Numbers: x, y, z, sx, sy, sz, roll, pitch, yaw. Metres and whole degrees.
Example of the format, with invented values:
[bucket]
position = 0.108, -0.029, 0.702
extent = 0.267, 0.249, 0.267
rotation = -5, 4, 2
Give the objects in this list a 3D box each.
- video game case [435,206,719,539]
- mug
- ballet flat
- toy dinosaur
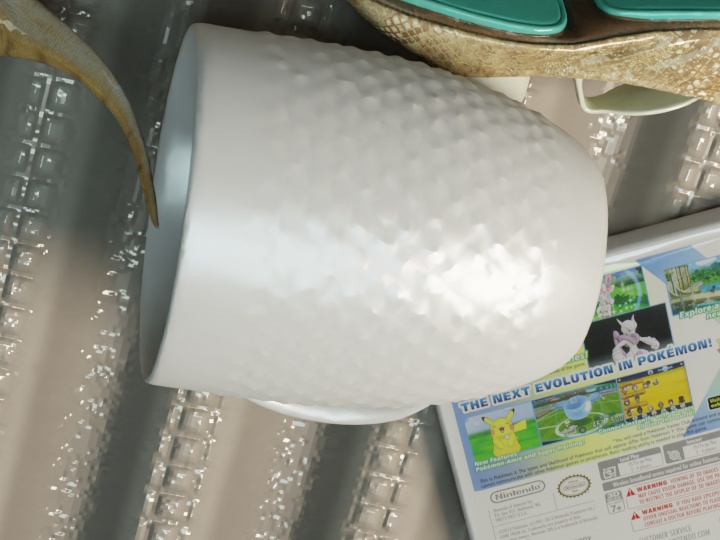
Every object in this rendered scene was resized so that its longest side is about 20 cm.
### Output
[video game case]
position = 0.138, 0.067, 1.041
extent = 0.199, 0.022, 0.183
rotation = -15, 114, 1
[mug]
position = 0.000, 0.000, 0.930
extent = 0.174, 0.148, 0.201
rotation = 8, 140, -11
[ballet flat]
position = 0.086, -0.096, 0.941
extent = 0.198, 0.071, 0.066
rotation = 5, 128, -4
[toy dinosaur]
position = -0.151, -0.110, 0.912
extent = 0.199, 0.060, 0.107
rotation = 23, 116, 7
